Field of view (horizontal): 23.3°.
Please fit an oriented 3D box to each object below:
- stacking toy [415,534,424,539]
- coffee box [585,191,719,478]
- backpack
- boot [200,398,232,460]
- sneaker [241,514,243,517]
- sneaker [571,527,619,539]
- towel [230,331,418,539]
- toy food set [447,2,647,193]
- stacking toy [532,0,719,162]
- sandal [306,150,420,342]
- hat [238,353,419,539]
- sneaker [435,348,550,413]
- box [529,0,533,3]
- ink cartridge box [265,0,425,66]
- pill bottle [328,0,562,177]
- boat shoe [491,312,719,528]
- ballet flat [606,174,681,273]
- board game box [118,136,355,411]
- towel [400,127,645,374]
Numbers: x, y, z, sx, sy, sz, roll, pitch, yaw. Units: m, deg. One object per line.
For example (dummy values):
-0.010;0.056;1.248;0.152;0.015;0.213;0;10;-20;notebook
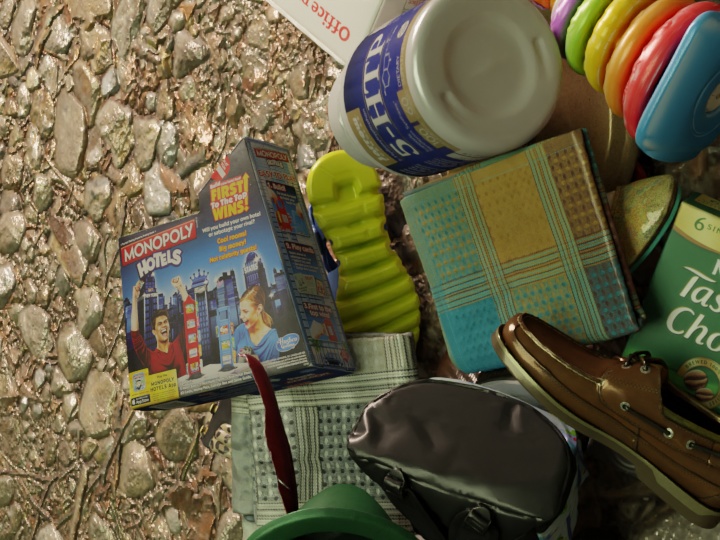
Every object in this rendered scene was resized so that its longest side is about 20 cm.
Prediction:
0.050;0.303;1.355;0.145;0.145;0.202;9;100;46;stacking toy
0.243;0.060;1.200;0.122;0.044;0.201;26;110;18;coffee box
0.093;0.154;1.260;0.162;0.154;0.201;16;147;23;backpack
-0.106;0.084;1.562;0.199;0.073;0.152;26;97;36;boot
-0.011;0.198;1.486;0.199;0.073;0.113;24;104;35;sneaker
0.188;0.300;1.276;0.108;0.067;0.202;-53;52;34;sneaker
-0.033;0.147;1.430;0.199;0.034;0.195;-3;91;38;towel
0.141;-0.103;1.332;0.197;0.048;0.202;15;101;45;toy food set
0.175;-0.172;1.226;0.200;0.116;0.110;39;116;27;stacking toy
0.000;0.000;1.475;0.087;0.079;0.202;171;90;-81;sandal
-0.013;0.192;1.338;0.176;0.164;0.202;-83;-11;-60;hat
0.127;0.088;1.338;0.073;0.084;0.200;-60;21;-12;sneaker
0.114;-0.247;1.311;0.199;0.117;0.049;-8;55;45;box
0.016;-0.284;1.436;0.146;0.082;0.201;43;120;37;ink cartridge box
0.052;-0.132;1.283;0.200;0.119;0.121;166;100;-67;pill bottle
0.183;0.084;1.173;0.199;0.072;0.068;37;115;0;boat shoe
0.162;-0.012;1.248;0.200;0.070;0.071;117;135;-59;ballet flat
-0.107;0.002;1.444;0.199;0.061;0.202;-14;74;35;board game box
0.113;-0.009;1.242;0.199;0.022;0.148;-19;88;53;towel
